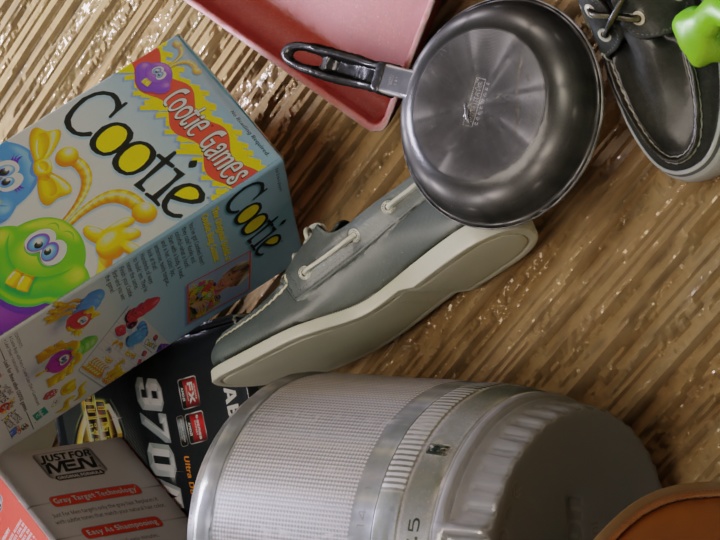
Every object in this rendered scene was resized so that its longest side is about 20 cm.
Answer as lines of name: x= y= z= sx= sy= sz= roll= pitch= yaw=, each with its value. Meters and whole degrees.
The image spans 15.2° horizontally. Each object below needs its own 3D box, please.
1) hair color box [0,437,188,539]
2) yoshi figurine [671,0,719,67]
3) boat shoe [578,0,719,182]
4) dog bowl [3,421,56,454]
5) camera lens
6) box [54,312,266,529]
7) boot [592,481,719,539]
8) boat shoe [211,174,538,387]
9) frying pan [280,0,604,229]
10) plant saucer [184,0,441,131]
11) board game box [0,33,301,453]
hair color box: x=-0.118 y=0.180 z=1.421 sx=0.200 sy=0.101 sz=0.061 roll=48 pitch=123 yaw=29
yoshi figurine: x=0.200 y=-0.115 z=1.199 sx=0.112 sy=0.112 sz=0.200 roll=125 pitch=138 yaw=-64
boat shoe: x=0.126 y=-0.137 z=1.273 sx=0.069 sy=0.057 sz=0.200 roll=-22 pitch=79 yaw=40
dog bowl: x=-0.265 y=0.077 z=1.539 sx=0.079 sy=0.200 sz=0.201 roll=28 pitch=111 yaw=35
camera lens: x=0.028 y=0.132 z=1.311 sx=0.200 sy=0.160 sz=0.160 roll=1 pitch=94 yaw=41
box: x=-0.090 y=0.135 z=1.491 sx=0.159 sy=0.046 sz=0.200 roll=-16 pitch=83 yaw=41
boot: x=0.184 y=0.154 z=1.184 sx=0.200 sy=0.074 sz=0.155 roll=-39 pitch=71 yaw=-2
boat shoe: x=0.000 y=0.000 z=1.382 sx=0.200 sy=0.073 sz=0.062 roll=-30 pitch=68 yaw=28
frying pan: x=0.041 y=-0.100 z=1.325 sx=0.190 sy=0.031 sz=0.115 roll=44 pitch=107 yaw=30
plant saucer: x=-0.011 y=-0.203 z=1.404 sx=0.200 sy=0.037 sz=0.200 roll=37 pitch=116 yaw=34
board game box: x=-0.144 y=-0.014 z=1.417 sx=0.103 sy=0.200 sz=0.105 roll=50 pitch=165 yaw=27
